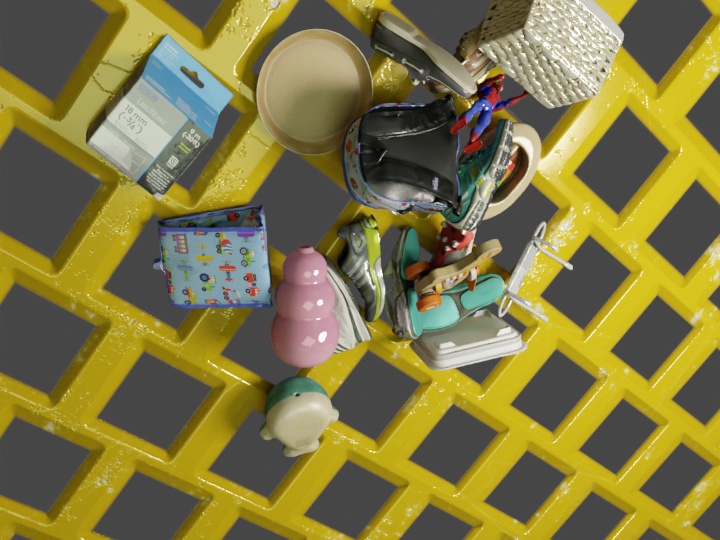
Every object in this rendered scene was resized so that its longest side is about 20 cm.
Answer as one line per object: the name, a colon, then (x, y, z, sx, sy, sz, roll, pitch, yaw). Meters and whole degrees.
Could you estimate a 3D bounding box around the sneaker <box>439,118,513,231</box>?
sneaker: (0.198, -0.168, 1.332, 0.203, 0.079, 0.077, -62, 161, 4)

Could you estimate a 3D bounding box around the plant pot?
plant pot: (-0.075, -0.292, 1.291, 0.195, 0.028, 0.205, -7, 115, -14)

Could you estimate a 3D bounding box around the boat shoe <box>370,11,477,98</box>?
boat shoe: (0.099, -0.334, 1.270, 0.199, 0.073, 0.063, 40, 121, 7)

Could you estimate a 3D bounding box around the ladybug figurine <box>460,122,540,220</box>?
ladybug figurine: (0.236, -0.181, 1.416, 0.135, 0.072, 0.200, 39, 98, -28)

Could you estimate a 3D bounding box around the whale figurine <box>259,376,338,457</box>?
whale figurine: (-0.121, 0.281, 1.516, 0.155, 0.105, 0.202, -14, 142, -11)

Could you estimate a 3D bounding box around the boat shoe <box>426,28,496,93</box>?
boat shoe: (0.193, -0.368, 1.322, 0.197, 0.076, 0.075, -32, 115, -11)

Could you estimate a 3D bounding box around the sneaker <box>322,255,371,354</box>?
sneaker: (-0.063, 0.077, 1.437, 0.114, 0.076, 0.203, -29, 122, -5)

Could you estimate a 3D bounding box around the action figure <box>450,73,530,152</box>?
action figure: (0.222, -0.278, 1.301, 0.098, 0.201, 0.066, -28, 110, 37)

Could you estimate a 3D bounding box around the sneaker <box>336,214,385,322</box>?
sneaker: (0.000, 0.000, 1.434, 0.079, 0.074, 0.205, -8, 111, -3)

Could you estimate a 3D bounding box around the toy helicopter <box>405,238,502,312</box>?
toy helicopter: (0.179, -0.002, 1.367, 0.130, 0.081, 0.199, -6, 160, -38)

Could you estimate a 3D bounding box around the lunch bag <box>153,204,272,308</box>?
lunch bag: (-0.253, -0.015, 1.336, 0.194, 0.095, 0.154, -6, 119, -5)

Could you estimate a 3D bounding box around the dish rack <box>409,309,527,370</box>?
dish rack: (0.199, 0.125, 1.494, 0.195, 0.172, 0.045, -12, 107, -11)

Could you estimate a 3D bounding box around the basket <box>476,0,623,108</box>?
basket: (0.296, -0.366, 1.248, 0.198, 0.135, 0.126, 32, 74, -26)

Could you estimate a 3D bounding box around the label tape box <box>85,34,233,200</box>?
label tape box: (-0.307, -0.235, 1.221, 0.144, 0.063, 0.200, 38, 99, -29)

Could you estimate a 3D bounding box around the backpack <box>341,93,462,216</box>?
backpack: (0.061, -0.185, 1.294, 0.186, 0.153, 0.206, 3, 78, -30)

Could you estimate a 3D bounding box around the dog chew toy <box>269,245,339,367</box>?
dog chew toy: (-0.096, 0.059, 1.352, 0.121, 0.124, 0.206, -4, 105, -16)

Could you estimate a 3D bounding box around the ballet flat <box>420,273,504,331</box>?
ballet flat: (0.182, 0.062, 1.503, 0.196, 0.070, 0.069, -23, 93, 0)

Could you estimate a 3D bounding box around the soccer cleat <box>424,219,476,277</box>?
soccer cleat: (0.178, -0.038, 1.447, 0.083, 0.069, 0.202, -5, 139, -27)

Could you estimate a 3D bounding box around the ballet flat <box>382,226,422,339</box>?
ballet flat: (0.072, 0.024, 1.447, 0.070, 0.072, 0.206, -1, 85, -17)

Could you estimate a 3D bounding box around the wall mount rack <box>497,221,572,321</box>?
wall mount rack: (0.345, 0.016, 1.532, 0.203, 0.074, 0.173, -63, 155, 0)
